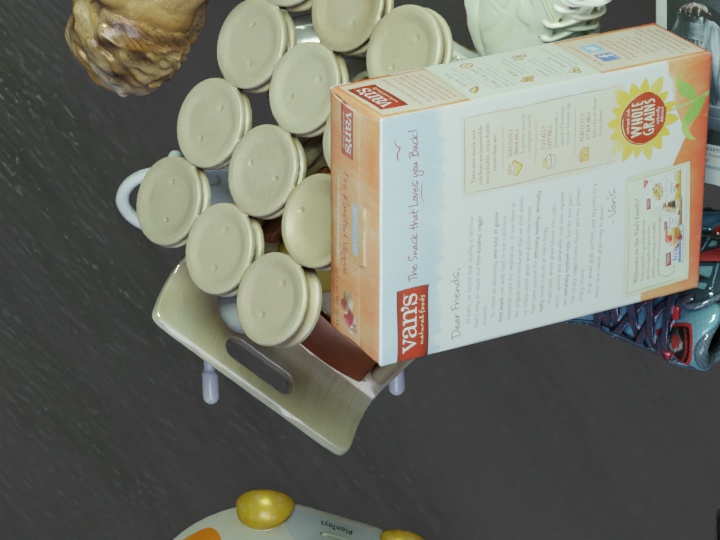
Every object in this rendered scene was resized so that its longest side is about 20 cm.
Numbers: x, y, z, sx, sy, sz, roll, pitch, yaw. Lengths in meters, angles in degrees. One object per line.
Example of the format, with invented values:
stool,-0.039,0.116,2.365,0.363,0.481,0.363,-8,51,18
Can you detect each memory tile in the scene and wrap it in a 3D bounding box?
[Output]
memory tile,-0.037,-0.074,1.368,0.017,0.153,0.201,12,112,-49

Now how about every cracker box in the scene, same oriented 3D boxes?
cracker box,0.082,-0.041,1.321,0.199,0.058,0.135,-13,118,-27

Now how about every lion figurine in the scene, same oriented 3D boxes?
lion figurine,-0.088,-0.172,1.361,0.199,0.073,0.122,-30,132,22

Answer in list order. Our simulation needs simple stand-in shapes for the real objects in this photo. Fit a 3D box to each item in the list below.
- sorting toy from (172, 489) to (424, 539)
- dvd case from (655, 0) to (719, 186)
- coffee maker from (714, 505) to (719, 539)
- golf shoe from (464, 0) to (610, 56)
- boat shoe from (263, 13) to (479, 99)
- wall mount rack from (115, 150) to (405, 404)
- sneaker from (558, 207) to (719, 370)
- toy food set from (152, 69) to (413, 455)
sorting toy,-0.032,0.253,1.681,0.199,0.181,0.107,17,132,-13
dvd case,0.220,-0.130,1.325,0.150,0.025,0.201,16,123,34
coffee maker,0.320,0.150,1.616,0.200,0.135,0.192,-35,99,30
golf shoe,0.101,-0.152,1.340,0.075,0.092,0.201,-22,134,-16
boat shoe,0.035,-0.089,1.430,0.199,0.070,0.071,11,135,-6
wall mount rack,-0.043,-0.002,1.516,0.199,0.075,0.174,-2,142,7
sneaker,0.182,0.012,1.498,0.199,0.096,0.080,-3,133,7
toy food set,0.000,0.000,1.415,0.143,0.061,0.200,37,119,-18
